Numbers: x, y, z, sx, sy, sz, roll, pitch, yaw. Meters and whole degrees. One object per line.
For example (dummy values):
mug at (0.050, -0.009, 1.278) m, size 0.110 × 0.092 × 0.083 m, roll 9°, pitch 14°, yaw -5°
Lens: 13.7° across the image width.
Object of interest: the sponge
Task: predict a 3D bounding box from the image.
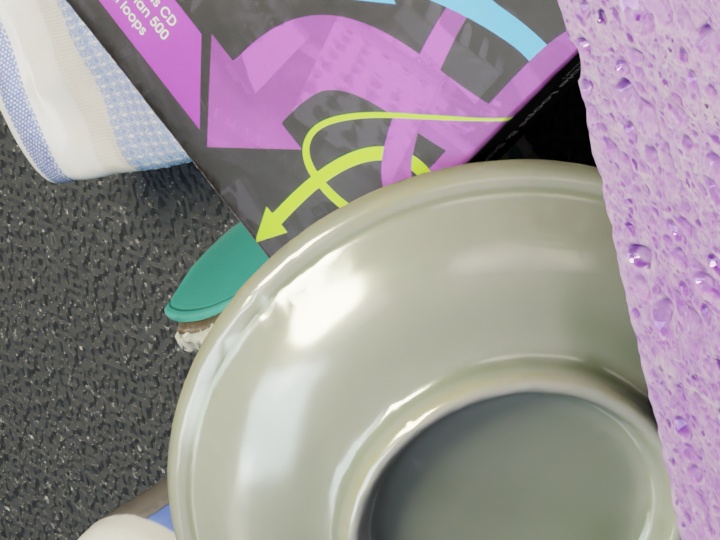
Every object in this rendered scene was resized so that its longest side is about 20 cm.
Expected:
sponge at (0.100, -0.016, 0.790) m, size 0.111 × 0.030 × 0.201 m, roll 11°, pitch 116°, yaw 67°

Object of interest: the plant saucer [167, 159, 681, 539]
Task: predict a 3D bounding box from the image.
plant saucer at (0.043, 0.066, 0.903) m, size 0.050 × 0.199 × 0.201 m, roll -109°, pitch 10°, yaw -59°

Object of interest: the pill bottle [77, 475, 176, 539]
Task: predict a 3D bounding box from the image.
pill bottle at (-0.030, 0.114, 1.018) m, size 0.113 × 0.200 × 0.114 m, roll 30°, pitch 136°, yaw 34°

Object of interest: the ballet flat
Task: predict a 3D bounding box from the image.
ballet flat at (0.000, 0.000, 1.015) m, size 0.072 × 0.072 × 0.200 m, roll 59°, pitch 146°, yaw 0°

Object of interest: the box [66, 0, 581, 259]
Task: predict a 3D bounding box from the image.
box at (0.010, -0.104, 0.885) m, size 0.200 × 0.036 × 0.143 m, roll -44°, pitch 79°, yaw 29°

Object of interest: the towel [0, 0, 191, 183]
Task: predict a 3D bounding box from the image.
towel at (-0.082, -0.103, 1.013) m, size 0.199 × 0.024 × 0.148 m, roll -6°, pitch 111°, yaw 52°
